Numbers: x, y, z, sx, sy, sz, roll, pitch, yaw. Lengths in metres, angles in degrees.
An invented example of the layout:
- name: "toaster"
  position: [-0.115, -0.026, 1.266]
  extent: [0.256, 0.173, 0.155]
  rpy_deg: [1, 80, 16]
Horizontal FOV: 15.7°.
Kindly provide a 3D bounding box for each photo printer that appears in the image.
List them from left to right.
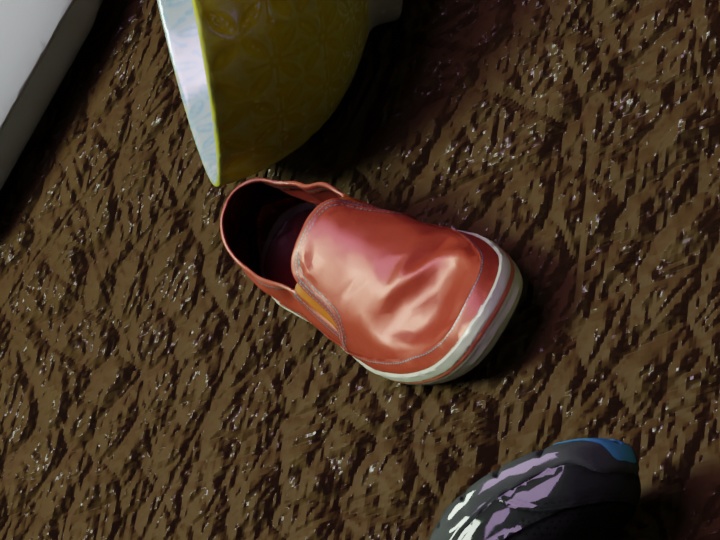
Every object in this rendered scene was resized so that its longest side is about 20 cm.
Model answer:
- name: "photo printer"
  position: [-0.251, -0.134, 1.511]
  extent: [0.200, 0.166, 0.069]
  rpy_deg: [-60, -9, 0]

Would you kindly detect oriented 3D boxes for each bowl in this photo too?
- name: "bowl"
  position: [-0.041, -0.149, 1.263]
  extent: [0.107, 0.201, 0.200]
  rpy_deg: [-13, 39, -8]

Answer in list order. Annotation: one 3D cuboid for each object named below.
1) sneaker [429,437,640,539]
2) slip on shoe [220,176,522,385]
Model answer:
- name: "sneaker"
  position: [0.048, 0.148, 0.995]
  extent: [0.200, 0.073, 0.082]
  rpy_deg: [-52, 50, 22]
- name: "slip on shoe"
  position: [0.000, 0.000, 1.161]
  extent: [0.200, 0.061, 0.074]
  rpy_deg: [24, 83, 55]
